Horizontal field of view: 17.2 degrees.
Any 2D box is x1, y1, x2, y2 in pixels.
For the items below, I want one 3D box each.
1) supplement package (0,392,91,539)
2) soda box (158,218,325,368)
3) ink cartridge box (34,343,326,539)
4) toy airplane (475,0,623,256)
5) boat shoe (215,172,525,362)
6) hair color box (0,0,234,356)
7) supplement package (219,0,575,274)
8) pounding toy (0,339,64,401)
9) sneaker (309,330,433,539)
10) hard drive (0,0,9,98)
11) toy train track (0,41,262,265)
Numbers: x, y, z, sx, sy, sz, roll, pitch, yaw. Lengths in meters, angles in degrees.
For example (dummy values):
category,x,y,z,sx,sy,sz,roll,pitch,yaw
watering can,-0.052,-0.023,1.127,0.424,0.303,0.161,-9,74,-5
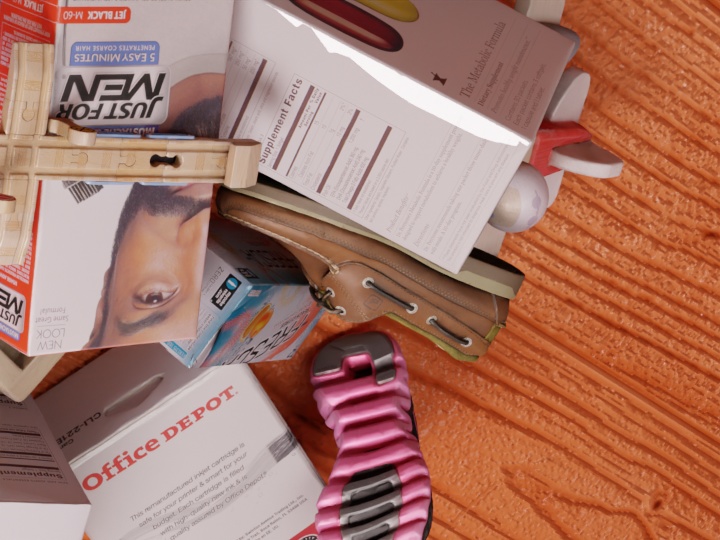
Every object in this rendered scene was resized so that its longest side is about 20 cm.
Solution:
category,x,y,z,sx,sy,sz,roll,pitch,yaw
supplement package,-0.273,0.141,1.401,0.150,0.200,0.152,5,116,-29
soda box,-0.077,0.013,1.442,0.064,0.068,0.200,-53,167,10
ink cartridge box,-0.111,0.136,1.556,0.144,0.084,0.200,-33,129,-5
toy airplane,0.084,-0.066,1.499,0.199,0.141,0.200,-38,128,-3
boat shoe,0.000,0.000,1.401,0.200,0.072,0.068,21,99,-18
hair color box,-0.136,-0.062,1.270,0.111,0.064,0.201,-6,111,-38
supplement package,0.001,-0.109,1.352,0.200,0.114,0.110,27,130,-1
pounding toy,-0.245,-0.040,1.363,0.200,0.142,0.184,-50,130,-13
sneaker,0.014,0.139,1.566,0.079,0.200,0.095,-9,140,9
hard drive,-0.183,-0.077,1.286,0.132,0.025,0.200,21,92,-42
toy train track,-0.130,-0.055,1.215,0.200,0.033,0.115,-1,107,-38
